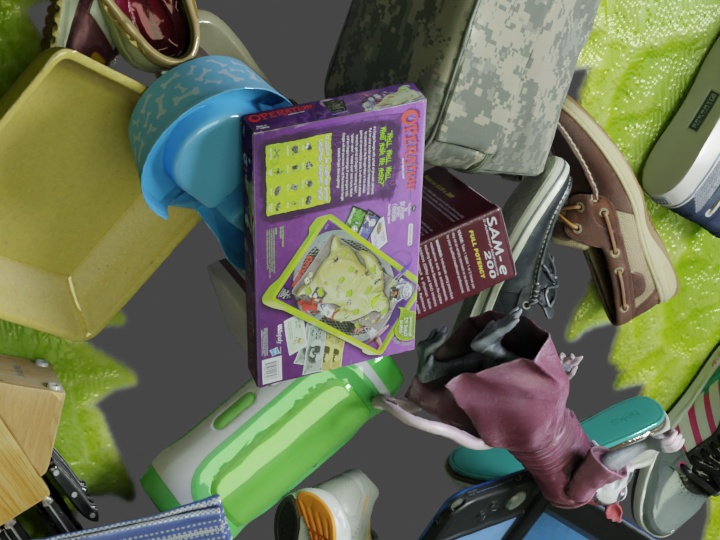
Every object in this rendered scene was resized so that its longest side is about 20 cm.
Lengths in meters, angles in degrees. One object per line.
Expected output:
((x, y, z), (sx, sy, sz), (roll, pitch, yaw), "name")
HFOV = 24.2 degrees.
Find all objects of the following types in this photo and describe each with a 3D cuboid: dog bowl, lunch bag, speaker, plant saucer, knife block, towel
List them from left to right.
((-0.278, 0.147, 1.184), (0.198, 0.064, 0.177), (12, 101, -24), "knife block")
((-0.196, -0.055, 1.111), (0.200, 0.049, 0.199), (-46, 144, 16), "plant saucer")
((-0.155, 0.237, 1.229), (0.143, 0.024, 0.201), (-12, 138, -4), "towel")
((-0.077, -0.072, 1.107), (0.111, 0.050, 0.200), (-41, 146, 9), "dog bowl")
((-0.064, 0.118, 1.246), (0.200, 0.088, 0.089), (-40, 116, -5), "speaker")
((0.090, -0.166, 1.186), (0.167, 0.139, 0.202), (8, 107, -40), "lunch bag")

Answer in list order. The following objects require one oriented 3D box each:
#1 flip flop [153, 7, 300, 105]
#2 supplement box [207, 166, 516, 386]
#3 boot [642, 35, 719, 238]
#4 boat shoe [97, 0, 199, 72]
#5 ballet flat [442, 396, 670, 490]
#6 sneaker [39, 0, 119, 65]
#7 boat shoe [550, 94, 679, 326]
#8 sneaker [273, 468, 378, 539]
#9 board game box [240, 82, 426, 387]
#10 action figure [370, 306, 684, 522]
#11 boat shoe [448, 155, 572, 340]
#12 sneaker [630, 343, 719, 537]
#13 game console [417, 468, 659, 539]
((-0.071, -0.102, 1.183), (0.081, 0.058, 0.200), (-43, 125, -4), "flip flop")
((0.000, 0.000, 1.219), (0.198, 0.109, 0.061), (-24, 117, -12), "supplement box")
((0.310, -0.125, 1.328), (0.090, 0.073, 0.201), (28, 103, -33), "boot")
((-0.151, -0.216, 1.045), (0.074, 0.066, 0.201), (-34, 113, -14), "boat shoe")
((0.161, 0.159, 1.362), (0.198, 0.069, 0.070), (-14, 111, -17), "ballet flat")
((-0.161, -0.176, 1.120), (0.089, 0.075, 0.202), (8, 105, -17), "sneaker")
((0.178, -0.043, 1.298), (0.072, 0.072, 0.201), (-33, 119, -6), "boat shoe")
((-0.021, 0.245, 1.312), (0.092, 0.075, 0.202), (-26, 136, -47), "sneaker")
((-0.018, -0.020, 1.101), (0.119, 0.032, 0.202), (-10, 127, -16), "board game box")
((0.130, 0.122, 1.212), (0.149, 0.134, 0.200), (-42, 113, -9), "action figure")
((0.122, 0.007, 1.279), (0.062, 0.075, 0.202), (19, 111, -6), "boat shoe")
((0.310, 0.150, 1.379), (0.083, 0.121, 0.201), (28, 95, -26), "sneaker")
((0.111, 0.258, 1.295), (0.170, 0.118, 0.201), (-11, 140, -46), "game console")
